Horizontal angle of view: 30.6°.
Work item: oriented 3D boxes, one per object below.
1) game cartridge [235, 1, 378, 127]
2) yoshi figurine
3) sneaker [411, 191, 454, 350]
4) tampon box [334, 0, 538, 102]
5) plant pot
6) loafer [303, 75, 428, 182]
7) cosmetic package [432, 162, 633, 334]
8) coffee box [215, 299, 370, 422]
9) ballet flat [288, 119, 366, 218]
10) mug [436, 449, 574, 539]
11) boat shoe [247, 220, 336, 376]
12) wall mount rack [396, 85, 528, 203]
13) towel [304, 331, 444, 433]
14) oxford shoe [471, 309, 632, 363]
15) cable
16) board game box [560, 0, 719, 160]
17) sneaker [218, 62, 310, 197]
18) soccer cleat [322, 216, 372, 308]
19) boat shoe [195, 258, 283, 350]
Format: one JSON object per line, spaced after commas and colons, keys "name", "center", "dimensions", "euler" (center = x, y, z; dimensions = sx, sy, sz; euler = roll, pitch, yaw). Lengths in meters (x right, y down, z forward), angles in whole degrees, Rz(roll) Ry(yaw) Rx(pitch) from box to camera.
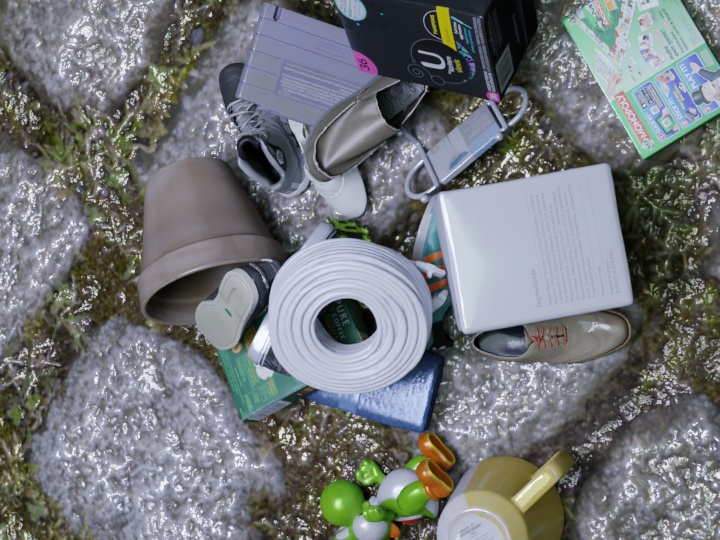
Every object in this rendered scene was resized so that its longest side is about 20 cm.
{"name": "game cartridge", "center": [-0.049, -0.246, 1.667], "dimensions": [0.199, 0.038, 0.130], "euler": [16, 99, -19]}
{"name": "yoshi figurine", "center": [0.022, 0.286, 1.698], "dimensions": [0.200, 0.112, 0.112], "euler": [-41, 61, 25]}
{"name": "sneaker", "center": [0.103, 0.002, 1.672], "dimensions": [0.079, 0.071, 0.201], "euler": [12, 98, 7]}
{"name": "tampon box", "center": [0.090, -0.312, 1.566], "dimensions": [0.199, 0.150, 0.127], "euler": [16, 62, 25]}
{"name": "plant pot", "center": [-0.206, -0.047, 1.727], "dimensions": [0.199, 0.200, 0.175], "euler": [-23, 69, 19]}
{"name": "loafer", "center": [0.009, -0.190, 1.641], "dimensions": [0.200, 0.070, 0.075], "euler": [-47, 109, -5]}
{"name": "cosmetic package", "center": [0.199, -0.025, 1.552], "dimensions": [0.199, 0.167, 0.168], "euler": [-10, 91, 1]}
{"name": "coffee box", "center": [-0.085, 0.101, 1.702], "dimensions": [0.199, 0.044, 0.124], "euler": [-31, 66, 18]}
{"name": "ballet flat", "center": [-0.056, -0.158, 1.715], "dimensions": [0.069, 0.069, 0.201], "euler": [-24, 85, 19]}
{"name": "mug", "center": [0.167, 0.299, 1.617], "dimensions": [0.149, 0.153, 0.188], "euler": [15, 98, 19]}
{"name": "boat shoe", "center": [-0.068, 0.038, 1.653], "dimensions": [0.071, 0.072, 0.201], "euler": [27, 96, 5]}
{"name": "wall mount rack", "center": [0.119, -0.156, 1.611], "dimensions": [0.200, 0.074, 0.174], "euler": [-40, 39, 17]}
{"name": "towel", "center": [0.009, 0.135, 1.718], "dimensions": [0.199, 0.048, 0.112], "euler": [17, 94, 21]}
{"name": "oxford shoe", "center": [0.233, 0.086, 1.621], "dimensions": [0.199, 0.075, 0.071], "euler": [-9, 90, 20]}
{"name": "cable", "center": [-0.013, 0.058, 1.567], "dimensions": [0.199, 0.069, 0.201], "euler": [23, 117, -10]}
{"name": "board game box", "center": [0.349, -0.253, 1.584], "dimensions": [0.134, 0.029, 0.201], "euler": [-31, 83, 20]}
{"name": "sneaker", "center": [-0.139, -0.188, 1.717], "dimensions": [0.075, 0.115, 0.201], "euler": [-33, 82, 18]}
{"name": "soccer cleat", "center": [-0.001, 0.000, 1.673], "dimensions": [0.200, 0.064, 0.084], "euler": [46, 127, 44]}
{"name": "boat shoe", "center": [-0.152, 0.044, 1.657], "dimensions": [0.072, 0.067, 0.200], "euler": [52, 146, 4]}
